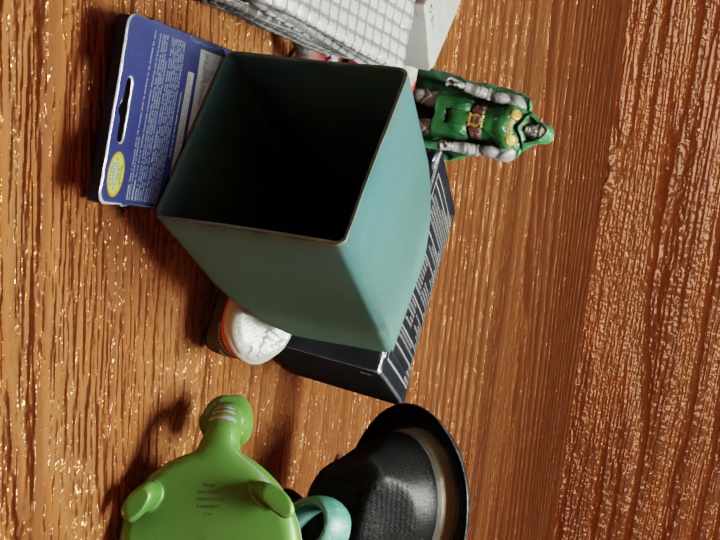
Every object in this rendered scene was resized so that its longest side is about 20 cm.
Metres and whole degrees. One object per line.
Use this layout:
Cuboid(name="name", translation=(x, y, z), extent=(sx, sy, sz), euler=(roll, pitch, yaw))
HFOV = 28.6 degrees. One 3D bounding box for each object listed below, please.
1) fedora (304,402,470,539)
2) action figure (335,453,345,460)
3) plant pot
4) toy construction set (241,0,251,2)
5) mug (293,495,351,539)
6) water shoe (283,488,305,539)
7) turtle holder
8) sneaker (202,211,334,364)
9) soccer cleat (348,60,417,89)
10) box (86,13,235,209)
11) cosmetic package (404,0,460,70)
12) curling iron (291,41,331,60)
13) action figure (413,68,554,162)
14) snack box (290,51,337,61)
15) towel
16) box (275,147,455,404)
Cuboid(name="fedora", translation=(0.011, 0.220, 1.291), extent=(0.091, 0.200, 0.203), euler=(2, 101, -37))
Cuboid(name="action figure", translation=(0.022, 0.296, 1.551), extent=(0.200, 0.148, 0.135), euler=(-52, 145, -29))
Cuboid(name="plant pot", translation=(-0.027, -0.032, 1.017), extent=(0.201, 0.140, 0.142), euler=(64, 40, -54))
Cuboid(name="toy construction set", translation=(-0.088, -0.246, 0.884), extent=(0.131, 0.091, 0.202), euler=(47, 54, -41))
Cuboid(name="mug", translation=(-0.066, 0.301, 1.232), extent=(0.185, 0.114, 0.153), euler=(-46, 124, -25))
Cuboid(name="water shoe", translation=(-0.076, 0.308, 1.343), extent=(0.079, 0.071, 0.202), euler=(-28, 128, -71))
Cuboid(name="turtle holder", translation=(-0.118, 0.199, 1.074), extent=(0.132, 0.140, 0.187), euler=(94, -28, -76))
Cuboid(name="sneaker", translation=(-0.072, -0.015, 1.151), extent=(0.077, 0.081, 0.201), euler=(46, 60, -26))
Cuboid(name="soccer cleat", translation=(0.034, -0.235, 1.342), extent=(0.085, 0.068, 0.201), euler=(106, 1, -57))
Cuboid(name="box", translation=(-0.133, -0.102, 0.959), extent=(0.200, 0.032, 0.123), euler=(2, 99, -74))
Cuboid(name="cosmetic package", translation=(0.041, -0.286, 1.276), extent=(0.082, 0.112, 0.201), euler=(80, 29, -51))
Cuboid(name="curling iron", translation=(-0.036, -0.186, 1.166), extent=(0.200, 0.025, 0.050), euler=(57, 46, -49))
Cuboid(name="action figure", translation=(0.093, -0.149, 1.376), extent=(0.055, 0.198, 0.120), euler=(-3, 103, -72))
Cuboid(name="snack box", translation=(-0.063, -0.124, 1.185), extent=(0.201, 0.024, 0.072), euler=(-61, 155, -45))
Cuboid(name="towel", translation=(-0.033, -0.252, 1.052), extent=(0.199, 0.085, 0.168), euler=(15, 85, -56))
Cuboid(name="box", translation=(0.000, 0.000, 1.277), extent=(0.200, 0.122, 0.201), euler=(61, 43, -75))
